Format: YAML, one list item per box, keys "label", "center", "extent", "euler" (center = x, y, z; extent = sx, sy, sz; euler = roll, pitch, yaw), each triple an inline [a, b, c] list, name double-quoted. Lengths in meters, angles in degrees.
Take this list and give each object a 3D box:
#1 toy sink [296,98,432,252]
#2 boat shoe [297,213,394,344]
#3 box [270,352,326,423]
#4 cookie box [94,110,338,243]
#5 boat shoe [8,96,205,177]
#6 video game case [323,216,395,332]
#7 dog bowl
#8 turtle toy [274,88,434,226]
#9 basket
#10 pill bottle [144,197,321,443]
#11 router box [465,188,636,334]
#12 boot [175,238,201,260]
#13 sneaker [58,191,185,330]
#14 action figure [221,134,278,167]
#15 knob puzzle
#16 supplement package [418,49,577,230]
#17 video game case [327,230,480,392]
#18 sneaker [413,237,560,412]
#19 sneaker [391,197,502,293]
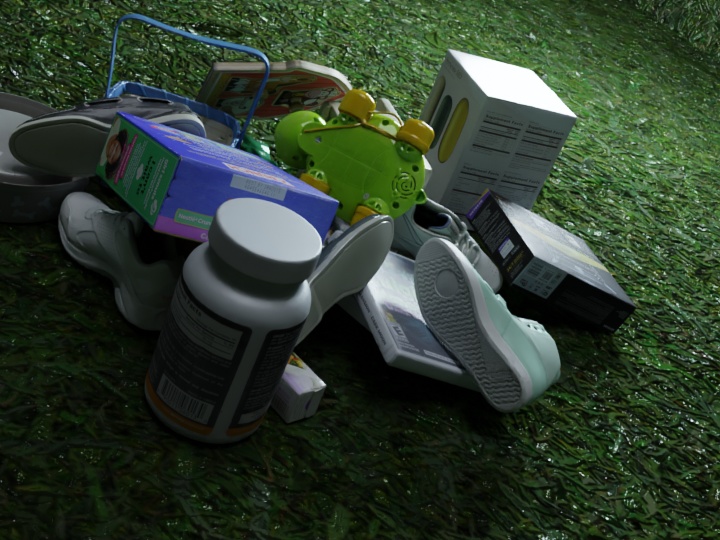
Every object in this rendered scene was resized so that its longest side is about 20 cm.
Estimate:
- label: "toy sink"
  center: [-0.007, -0.136, 1.376]
  extent: [0.112, 0.131, 0.200]
  euler: [8, 33, -24]
- label: "boat shoe"
  center: [-0.042, 0.000, 1.058]
  extent: [0.062, 0.073, 0.200]
  euler: [24, 52, 32]
- label: "box"
  center: [-0.113, 0.070, 1.050]
  extent: [0.039, 0.042, 0.200]
  euler: [-11, 43, -46]
- label: "cookie box"
  center: [-0.145, -0.080, 1.032]
  extent: [0.171, 0.075, 0.200]
  euler: [15, 10, -33]
- label: "boat shoe"
  center: [-0.267, -0.150, 1.116]
  extent: [0.199, 0.075, 0.066]
  euler: [-10, 43, -11]
- label: "video game case"
  center: [0.000, 0.000, 1.190]
  extent: [0.200, 0.024, 0.182]
  euler: [41, 23, -6]
- label: "dog bowl"
  center: [-0.388, -0.123, 1.151]
  extent: [0.199, 0.059, 0.200]
  euler: [17, 30, -10]
- label: "turtle toy"
  center: [-0.012, -0.123, 1.202]
  extent: [0.200, 0.146, 0.101]
  euler: [29, -3, 12]
- label: "basket"
  center: [-0.210, -0.179, 1.221]
  extent: [0.176, 0.201, 0.139]
  euler: [14, 22, -10]
- label: "pill bottle"
  center: [-0.110, 0.045, 0.928]
  extent: [0.116, 0.200, 0.116]
  euler: [18, 29, -11]
- label: "router box"
  center: [0.248, -0.012, 1.386]
  extent: [0.200, 0.052, 0.157]
  euler: [24, 25, -32]
- label: "boot"
  center: [-0.126, -0.029, 1.183]
  extent: [0.200, 0.070, 0.146]
  euler: [40, 29, 19]
- label: "sneaker"
  center: [-0.232, -0.034, 1.072]
  extent: [0.200, 0.100, 0.078]
  euler: [41, 33, 28]
- label: "action figure"
  center: [-0.138, -0.116, 1.324]
  extent: [0.118, 0.055, 0.200]
  euler: [6, 29, -32]
- label: "knob puzzle"
  center: [-0.104, -0.219, 1.351]
  extent: [0.219, 0.219, 0.031]
  euler: [0, 78, -36]
- label: "supplement package"
  center: [0.174, -0.178, 1.503]
  extent: [0.150, 0.200, 0.152]
  euler: [8, 32, -26]
- label: "video game case"
  center: [0.069, 0.049, 1.155]
  extent: [0.200, 0.023, 0.182]
  euler: [20, 32, -42]
- label: "sneaker"
  center: [0.137, 0.053, 1.136]
  extent: [0.118, 0.074, 0.201]
  euler: [-10, 66, -55]
- label: "sneaker"
  center: [0.100, -0.029, 1.275]
  extent: [0.200, 0.087, 0.075]
  euler: [34, 65, -23]
